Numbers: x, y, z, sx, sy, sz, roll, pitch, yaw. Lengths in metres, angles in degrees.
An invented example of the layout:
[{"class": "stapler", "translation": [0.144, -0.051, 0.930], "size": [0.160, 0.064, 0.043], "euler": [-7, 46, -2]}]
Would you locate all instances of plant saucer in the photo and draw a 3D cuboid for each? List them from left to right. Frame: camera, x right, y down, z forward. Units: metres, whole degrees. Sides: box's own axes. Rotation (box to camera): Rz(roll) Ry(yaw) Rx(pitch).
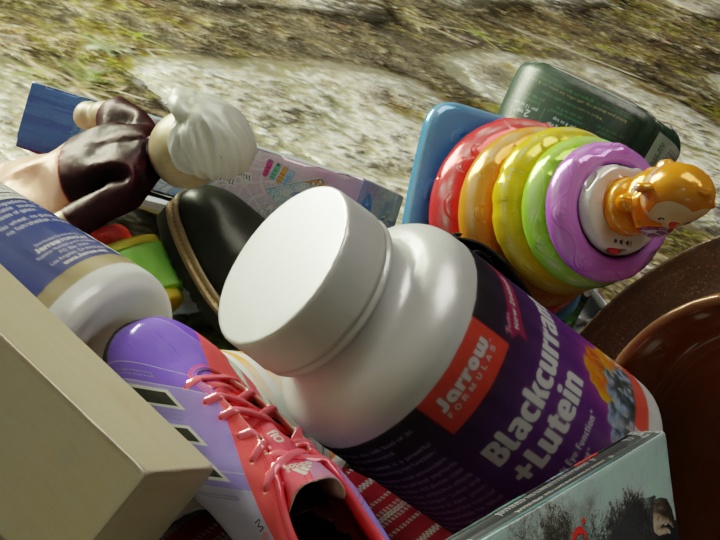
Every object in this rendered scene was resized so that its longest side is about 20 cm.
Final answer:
[{"class": "plant saucer", "translation": [0.183, 0.064, 1.137], "size": [0.200, 0.201, 0.037], "euler": [3, 39, -38]}, {"class": "plant saucer", "translation": [0.200, 0.106, 1.030], "size": [0.200, 0.201, 0.032], "euler": [31, 28, 28]}]

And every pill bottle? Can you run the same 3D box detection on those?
[{"class": "pill bottle", "translation": [-0.199, 0.007, 1.042], "size": [0.200, 0.111, 0.111], "euler": [29, 22, 25]}, {"class": "pill bottle", "translation": [0.035, 0.049, 0.985], "size": [0.200, 0.111, 0.111], "euler": [36, 11, -29]}]

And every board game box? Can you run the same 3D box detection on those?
[{"class": "board game box", "translation": [-0.084, -0.058, 1.298], "size": [0.199, 0.043, 0.200], "euler": [16, 1, 8]}]

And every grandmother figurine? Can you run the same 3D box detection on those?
[{"class": "grandmother figurine", "translation": [-0.146, -0.049, 1.134], "size": [0.061, 0.200, 0.121], "euler": [54, 30, -43]}]

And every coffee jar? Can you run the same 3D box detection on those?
[{"class": "coffee jar", "translation": [0.095, -0.012, 1.243], "size": [0.104, 0.200, 0.085], "euler": [28, -1, 20]}]

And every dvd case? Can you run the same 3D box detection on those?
[{"class": "dvd case", "translation": [0.090, 0.159, 0.896], "size": [0.022, 0.146, 0.200], "euler": [-5, 6, 32]}]

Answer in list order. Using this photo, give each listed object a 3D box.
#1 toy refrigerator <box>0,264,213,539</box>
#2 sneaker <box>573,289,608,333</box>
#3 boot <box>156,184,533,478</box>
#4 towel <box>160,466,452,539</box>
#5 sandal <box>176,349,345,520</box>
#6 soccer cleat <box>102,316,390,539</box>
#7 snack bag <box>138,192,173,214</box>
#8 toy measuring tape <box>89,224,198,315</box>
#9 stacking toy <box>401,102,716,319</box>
[{"class": "toy refrigerator", "translation": [-0.165, 0.044, 0.914], "size": [0.200, 0.070, 0.076], "euler": [41, 9, 15]}, {"class": "sneaker", "translation": [0.118, -0.004, 1.315], "size": [0.200, 0.140, 0.078], "euler": [26, 21, 17]}, {"class": "boot", "translation": [0.000, 0.000, 1.113], "size": [0.200, 0.138, 0.077], "euler": [44, 38, 5]}, {"class": "towel", "translation": [-0.014, 0.135, 1.019], "size": [0.200, 0.023, 0.145], "euler": [25, 23, 17]}, {"class": "sandal", "translation": [-0.071, 0.073, 1.015], "size": [0.079, 0.059, 0.207], "euler": [31, 27, 28]}, {"class": "soccer cleat", "translation": [-0.041, 0.087, 0.936], "size": [0.068, 0.073, 0.200], "euler": [-25, 65, -30]}, {"class": "snack bag", "translation": [-0.091, -0.026, 1.277], "size": [0.200, 0.021, 0.189], "euler": [16, 2, -14]}, {"class": "toy measuring tape", "translation": [-0.107, 0.007, 1.175], "size": [0.074, 0.074, 0.200], "euler": [31, 23, 27]}, {"class": "stacking toy", "translation": [0.114, -0.030, 1.090], "size": [0.116, 0.110, 0.200], "euler": [14, -8, -27]}]
